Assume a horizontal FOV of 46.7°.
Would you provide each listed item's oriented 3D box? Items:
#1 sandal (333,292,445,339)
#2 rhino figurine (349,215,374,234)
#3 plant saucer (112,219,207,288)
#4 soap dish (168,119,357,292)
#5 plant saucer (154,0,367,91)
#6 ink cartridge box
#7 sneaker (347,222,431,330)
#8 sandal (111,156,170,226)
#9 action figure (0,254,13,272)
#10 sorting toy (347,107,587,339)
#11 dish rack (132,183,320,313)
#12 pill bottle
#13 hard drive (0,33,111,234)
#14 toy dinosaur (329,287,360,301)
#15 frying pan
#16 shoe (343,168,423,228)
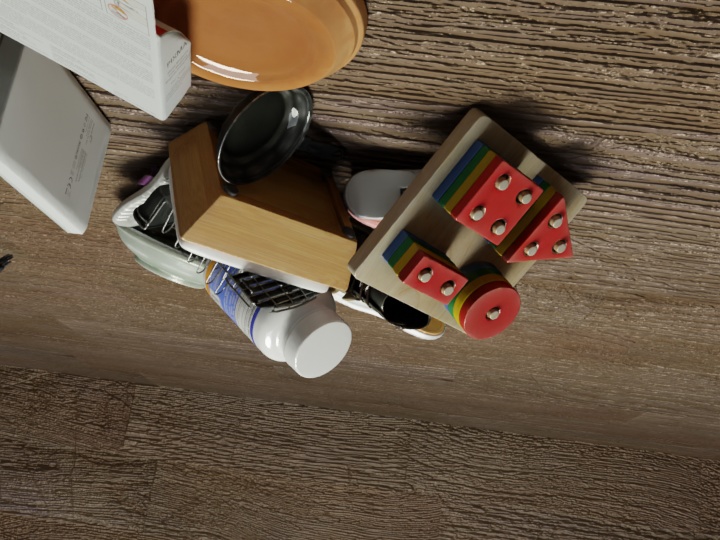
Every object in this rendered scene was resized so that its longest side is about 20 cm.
[{"bbox_3d":[0.036,0.026,1.195,0.206,0.079,0.059,25,130,1],"label":"sandal"},{"bbox_3d":[0.065,-0.034,1.085,0.200,0.060,0.087,10,155,-17],"label":"rhino figurine"},{"bbox_3d":[-0.255,-0.018,1.160,0.200,0.050,0.200,24,-175,-2],"label":"plant saucer"},{"bbox_3d":[-0.103,-0.070,0.900,0.200,0.158,0.081,18,125,-32],"label":"soap dish"},{"bbox_3d":[-0.095,-0.199,0.668,0.200,0.038,0.200,8,163,2],"label":"plant saucer"},{"bbox_3d":[-0.204,-0.205,0.608,0.162,0.057,0.200,29,156,-2],"label":"ink cartridge box"},{"bbox_3d":[0.000,0.000,0.985,0.200,0.075,0.106,21,-162,-1],"label":"sneaker"},{"bbox_3d":[-0.236,-0.107,1.018,0.082,0.050,0.202,4,157,-44],"label":"sandal"},{"bbox_3d":[-0.584,-0.080,1.179,0.119,0.102,0.200,8,139,29],"label":"action figure"},{"bbox_3d":[0.126,-0.027,0.844,0.199,0.200,0.070,27,-162,-41],"label":"sorting toy"},{"bbox_3d":[-0.138,-0.025,0.936,0.055,0.200,0.153,-52,163,29],"label":"dish rack"},{"bbox_3d":[-0.101,0.041,1.031,0.200,0.112,0.112,40,-175,38],"label":"pill bottle"},{"bbox_3d":[-0.304,-0.132,0.815,0.026,0.132,0.200,6,163,7],"label":"hard drive"},{"bbox_3d":[-0.033,0.011,1.115,0.101,0.058,0.200,2,-162,-46],"label":"toy dinosaur"},{"bbox_3d":[-0.069,-0.143,0.821,0.190,0.031,0.115,-25,150,-44],"label":"frying pan"},{"bbox_3d":[0.080,-0.079,0.935,0.200,0.072,0.091,2,179,-2],"label":"shoe"}]
